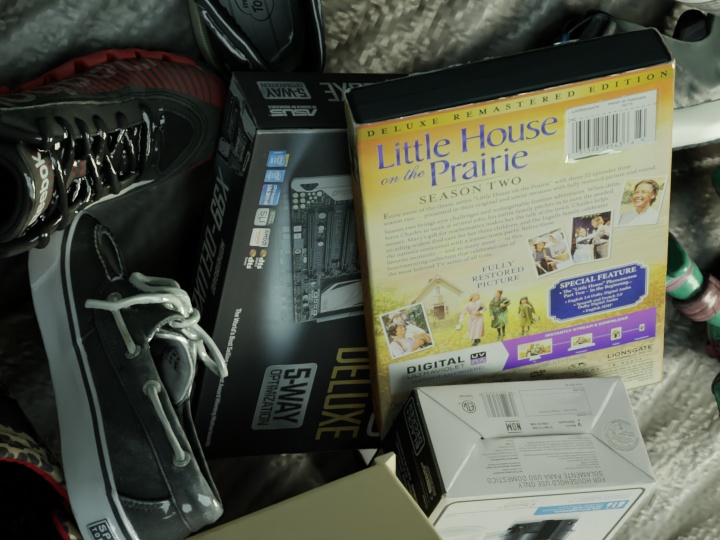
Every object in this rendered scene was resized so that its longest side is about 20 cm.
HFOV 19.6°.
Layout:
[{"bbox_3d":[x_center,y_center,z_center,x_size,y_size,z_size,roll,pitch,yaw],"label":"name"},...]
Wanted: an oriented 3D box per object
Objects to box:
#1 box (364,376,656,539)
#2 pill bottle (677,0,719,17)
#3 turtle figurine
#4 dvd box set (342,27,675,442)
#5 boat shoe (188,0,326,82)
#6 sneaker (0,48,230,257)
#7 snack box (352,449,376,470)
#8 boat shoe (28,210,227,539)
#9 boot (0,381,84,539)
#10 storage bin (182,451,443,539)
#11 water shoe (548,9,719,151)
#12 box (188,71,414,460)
[{"bbox_3d":[0.053,0.133,1.044,0.116,0.060,0.200,-1,146,-23],"label":"box"},{"bbox_3d":[0.171,-0.187,1.011,0.199,0.116,0.117,12,108,-40],"label":"pill bottle"},{"bbox_3d":[0.238,0.035,1.188,0.150,0.100,0.200,-52,122,-17],"label":"turtle figurine"},{"bbox_3d":[0.070,-0.011,0.959,0.145,0.030,0.201,-13,133,-7],"label":"dvd box set"},{"bbox_3d":[-0.057,-0.162,0.925,0.074,0.066,0.201,-23,124,-19],"label":"boat shoe"},{"bbox_3d":[-0.136,-0.050,0.918,0.199,0.098,0.071,-10,117,-28],"label":"sneaker"},{"bbox_3d":[0.007,0.043,1.099,0.072,0.024,0.201,-35,128,-9],"label":"snack box"},{"bbox_3d":[-0.099,0.038,0.918,0.068,0.200,0.074,-24,130,7],"label":"boat shoe"},{"bbox_3d":[-0.161,0.110,0.952,0.073,0.151,0.201,-31,127,-13],"label":"boot"},{"bbox_3d":[-0.050,0.208,0.929,0.199,0.094,0.200,-20,133,-20],"label":"storage bin"},{"bbox_3d":[0.110,-0.092,1.077,0.199,0.071,0.080,-12,93,-25],"label":"water shoe"},{"bbox_3d":[0.000,0.000,1.002,0.156,0.050,0.201,-1,129,-21],"label":"box"}]
